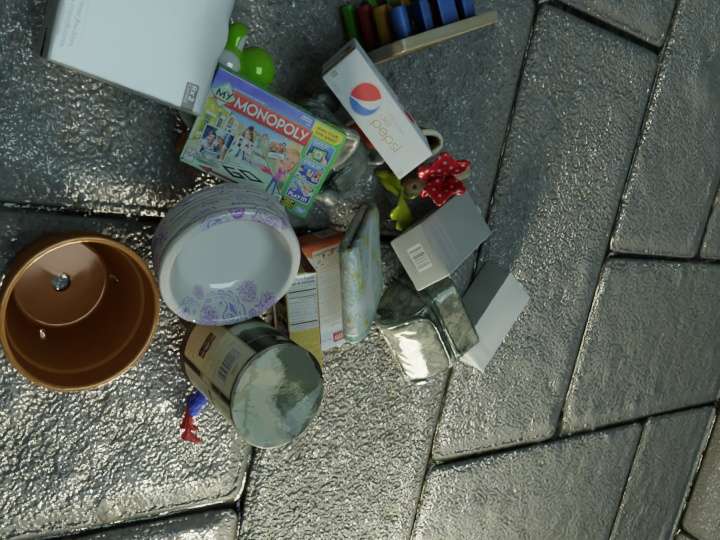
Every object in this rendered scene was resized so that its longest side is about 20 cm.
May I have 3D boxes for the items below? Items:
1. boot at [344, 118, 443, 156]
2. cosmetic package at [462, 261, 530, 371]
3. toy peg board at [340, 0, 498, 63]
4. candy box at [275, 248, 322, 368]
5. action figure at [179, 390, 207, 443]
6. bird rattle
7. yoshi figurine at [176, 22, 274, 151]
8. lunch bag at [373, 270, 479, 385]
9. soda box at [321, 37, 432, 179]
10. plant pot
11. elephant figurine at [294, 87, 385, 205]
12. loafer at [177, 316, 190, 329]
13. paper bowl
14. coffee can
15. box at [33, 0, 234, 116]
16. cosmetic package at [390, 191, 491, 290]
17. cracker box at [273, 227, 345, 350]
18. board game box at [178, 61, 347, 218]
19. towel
[{"bbox_3d":[0.049,-0.221,1.171,0.195,0.106,0.077,-13,114,-32],"label":"boot"},{"bbox_3d":[0.271,0.098,1.488,0.202,0.080,0.113,-54,131,-9],"label":"cosmetic package"},{"bbox_3d":[0.074,-0.396,1.076,0.197,0.197,0.100,-26,106,-27],"label":"toy peg board"},{"bbox_3d":[-0.102,0.078,1.091,0.055,0.117,0.206,-7,112,-16],"label":"candy box"},{"bbox_3d":[-0.248,0.176,1.119,0.050,0.065,0.206,13,101,-17],"label":"action figure"},{"bbox_3d":[0.125,-0.163,1.199,0.161,0.198,0.115,-26,90,-41],"label":"bird rattle"},{"bbox_3d":[-0.185,-0.246,0.983,0.111,0.111,0.205,18,94,-52],"label":"yoshi figurine"},{"bbox_3d":[0.121,0.110,1.342,0.166,0.139,0.202,-36,128,-9],"label":"lunch bag"},{"bbox_3d":[0.026,-0.242,1.032,0.067,0.064,0.201,-33,116,16],"label":"soda box"},{"bbox_3d":[-0.383,0.035,0.907,0.196,0.139,0.206,-15,117,-32],"label":"plant pot"},{"bbox_3d":[-0.062,-0.202,1.027,0.157,0.139,0.202,-56,157,-23],"label":"elephant figurine"},{"bbox_3d":[-0.247,0.007,1.047,0.071,0.070,0.206,-13,115,-33],"label":"loafer"},{"bbox_3d":[-0.188,-0.031,0.944,0.195,0.106,0.204,-16,138,-15],"label":"paper bowl"},{"bbox_3d":[-0.163,0.147,1.003,0.143,0.198,0.151,-12,111,-33],"label":"coffee can"},{"bbox_3d":[-0.275,-0.327,0.850,0.196,0.130,0.205,14,98,-36],"label":"box"},{"bbox_3d":[0.153,-0.062,1.263,0.109,0.089,0.199,58,39,-3],"label":"cosmetic package"},{"bbox_3d":[-0.086,0.042,1.198,0.131,0.057,0.206,-16,115,-31],"label":"cracker box"},{"bbox_3d":[-0.133,-0.173,0.938,0.196,0.029,0.137,23,111,-24],"label":"board game box"},{"bbox_3d":[0.000,0.000,1.188,0.201,0.047,0.176,-67,155,-60],"label":"towel"}]
